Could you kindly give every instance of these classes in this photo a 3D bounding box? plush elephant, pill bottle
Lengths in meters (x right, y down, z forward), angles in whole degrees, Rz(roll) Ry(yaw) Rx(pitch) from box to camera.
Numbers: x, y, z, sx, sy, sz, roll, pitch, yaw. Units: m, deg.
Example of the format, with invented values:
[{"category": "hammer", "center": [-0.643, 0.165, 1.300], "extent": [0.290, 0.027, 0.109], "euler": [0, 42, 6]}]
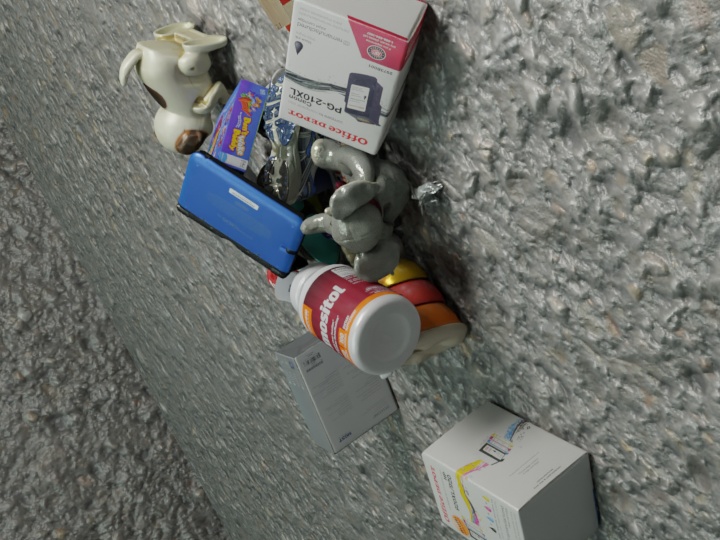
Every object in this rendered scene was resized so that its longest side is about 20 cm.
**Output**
[{"category": "plush elephant", "center": [-0.006, -0.078, 1.190], "extent": [0.199, 0.155, 0.165], "euler": [7, 123, 37]}, {"category": "pill bottle", "center": [-0.015, 0.058, 1.226], "extent": [0.200, 0.113, 0.113], "euler": [29, 140, 52]}]

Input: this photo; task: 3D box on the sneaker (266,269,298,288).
[{"category": "sneaker", "center": [-0.163, -0.026, 1.644], "extent": [0.115, 0.078, 0.201], "euler": [2, 118, 57]}]

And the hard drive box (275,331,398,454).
[{"category": "hard drive box", "center": [-0.040, 0.199, 1.575], "extent": [0.077, 0.156, 0.201], "euler": [7, 122, 57]}]

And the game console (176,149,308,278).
[{"category": "game console", "center": [-0.159, -0.089, 1.310], "extent": [0.199, 0.118, 0.171], "euler": [32, 132, 6]}]

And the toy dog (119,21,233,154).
[{"category": "toy dog", "center": [-0.307, -0.298, 1.503], "extent": [0.139, 0.194, 0.201], "euler": [22, 130, 32]}]

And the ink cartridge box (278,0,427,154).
[{"category": "ink cartridge box", "center": [-0.015, -0.259, 1.097], "extent": [0.144, 0.085, 0.200], "euler": [22, 145, 3]}]

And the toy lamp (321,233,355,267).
[{"category": "toy lamp", "center": [0.000, 0.000, 1.386], "extent": [0.058, 0.058, 0.200], "euler": [24, 153, 48]}]

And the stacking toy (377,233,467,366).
[{"category": "stacking toy", "center": [0.060, 0.035, 1.307], "extent": [0.201, 0.145, 0.146], "euler": [69, 155, 16]}]

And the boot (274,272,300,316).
[{"category": "boot", "center": [-0.063, 0.044, 1.435], "extent": [0.200, 0.095, 0.074], "euler": [27, 100, 62]}]

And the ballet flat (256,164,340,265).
[{"category": "ballet flat", "center": [-0.103, -0.081, 1.416], "extent": [0.200, 0.068, 0.075], "euler": [56, 151, 2]}]

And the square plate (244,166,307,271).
[{"category": "square plate", "center": [-0.159, -0.097, 1.480], "extent": [0.200, 0.028, 0.198], "euler": [54, -175, -21]}]

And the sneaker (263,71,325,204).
[{"category": "sneaker", "center": [-0.091, -0.196, 1.282], "extent": [0.077, 0.085, 0.201], "euler": [24, 114, 40]}]

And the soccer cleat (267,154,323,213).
[{"category": "soccer cleat", "center": [-0.094, -0.112, 1.454], "extent": [0.201, 0.065, 0.084], "euler": [64, 155, -7]}]

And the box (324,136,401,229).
[{"category": "box", "center": [-0.008, -0.157, 1.299], "extent": [0.110, 0.035, 0.201], "euler": [20, 133, 51]}]

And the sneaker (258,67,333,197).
[{"category": "sneaker", "center": [-0.108, -0.212, 1.378], "extent": [0.115, 0.080, 0.200], "euler": [3, 113, 62]}]

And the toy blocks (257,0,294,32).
[{"category": "toy blocks", "center": [-0.064, -0.354, 1.158], "extent": [0.137, 0.100, 0.200], "euler": [55, 155, -18]}]

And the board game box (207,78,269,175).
[{"category": "board game box", "center": [-0.202, -0.198, 1.362], "extent": [0.045, 0.135, 0.200], "euler": [18, 168, -16]}]

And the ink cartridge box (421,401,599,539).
[{"category": "ink cartridge box", "center": [0.216, 0.316, 1.272], "extent": [0.200, 0.144, 0.148], "euler": [22, 135, 51]}]

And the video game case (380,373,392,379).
[{"category": "video game case", "center": [0.001, 0.080, 1.429], "extent": [0.183, 0.024, 0.200], "euler": [59, -176, 0]}]
